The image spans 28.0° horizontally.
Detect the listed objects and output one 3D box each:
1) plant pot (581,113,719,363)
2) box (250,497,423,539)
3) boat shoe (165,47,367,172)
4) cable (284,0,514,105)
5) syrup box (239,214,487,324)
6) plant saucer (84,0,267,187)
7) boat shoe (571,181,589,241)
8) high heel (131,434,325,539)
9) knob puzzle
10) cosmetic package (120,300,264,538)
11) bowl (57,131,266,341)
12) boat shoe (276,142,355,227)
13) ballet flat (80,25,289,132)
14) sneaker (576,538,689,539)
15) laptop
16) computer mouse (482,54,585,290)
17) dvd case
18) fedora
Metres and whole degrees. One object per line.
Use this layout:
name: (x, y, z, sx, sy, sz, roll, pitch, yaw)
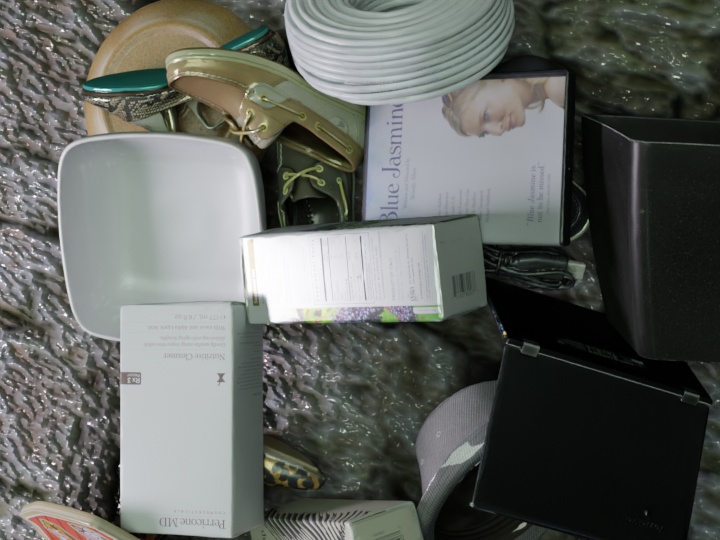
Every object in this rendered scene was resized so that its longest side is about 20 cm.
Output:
plant pot: (0.289, -0.025, 1.179, 0.197, 0.200, 0.179, 2, 101, -4)
box: (-0.021, 0.246, 1.259, 0.068, 0.200, 0.083, -13, 88, -31)
boat shoe: (-0.079, -0.139, 1.265, 0.198, 0.074, 0.067, 15, 74, -19)
cable: (0.033, -0.222, 1.244, 0.198, 0.201, 0.070, 7, 134, 21)
syrup box: (0.000, 0.000, 1.224, 0.198, 0.078, 0.082, -3, 95, 33)
plant saucer: (-0.178, -0.162, 1.376, 0.198, 0.035, 0.203, 0, 90, 13)
boat shoe: (0.114, -0.079, 1.297, 0.199, 0.062, 0.075, 26, 94, 10)
high heel: (-0.129, 0.219, 1.343, 0.198, 0.071, 0.144, 13, 89, 26)
knob puzzle: (-0.226, 0.264, 1.306, 0.218, 0.220, 0.031, 21, 66, 12)
cosmetic package: (-0.147, 0.129, 1.270, 0.112, 0.081, 0.202, -2, 87, 17)
bowl: (-0.174, -0.036, 1.336, 0.198, 0.075, 0.202, 3, 110, 13)
boat shoe: (-0.041, -0.064, 1.332, 0.071, 0.060, 0.204, -10, 88, 12)
ballet flat: (-0.157, -0.162, 1.326, 0.198, 0.068, 0.076, -15, 112, 10)
sneaker: (0.204, 0.287, 1.280, 0.199, 0.076, 0.088, -38, 67, 6)
laptop: (0.180, 0.118, 1.198, 0.186, 0.200, 0.117, 17, 111, -13)
computer mouse: (0.138, -0.087, 1.241, 0.137, 0.053, 0.202, 9, 91, 0)
dvd case: (0.088, -0.095, 1.222, 0.198, 0.017, 0.144, 2, 91, 34)
fedora: (0.105, 0.172, 1.267, 0.090, 0.175, 0.201, 53, 138, 41)
